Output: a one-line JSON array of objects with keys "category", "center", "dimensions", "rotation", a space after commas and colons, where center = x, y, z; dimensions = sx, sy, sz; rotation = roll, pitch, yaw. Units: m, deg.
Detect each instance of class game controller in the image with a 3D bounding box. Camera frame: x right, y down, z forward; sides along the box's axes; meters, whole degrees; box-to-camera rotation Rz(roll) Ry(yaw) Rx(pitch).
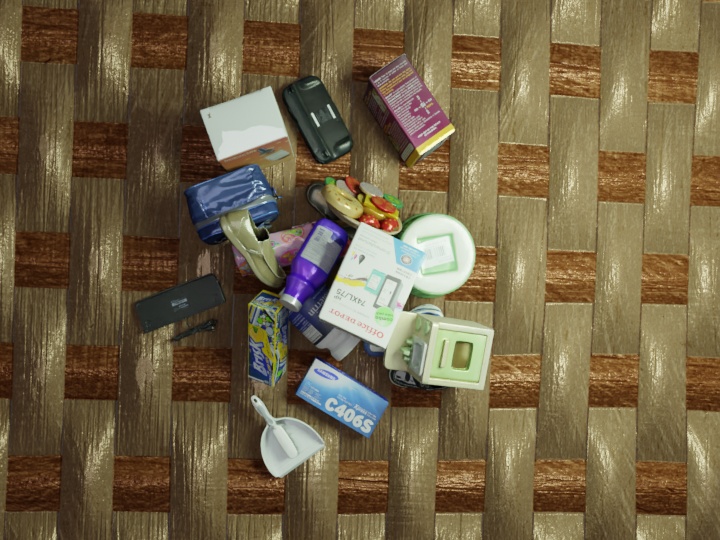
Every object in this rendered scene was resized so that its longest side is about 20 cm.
[{"category": "game controller", "center": [-0.098, -0.351, 1.201], "dimensions": [0.104, 0.042, 0.202], "rotation": [-29, 92, -18]}]

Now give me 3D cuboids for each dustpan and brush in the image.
[{"category": "dustpan and brush", "center": [-0.187, 0.363, 1.176], "dimensions": [0.139, 0.057, 0.201], "rotation": [-34, 92, -3]}]

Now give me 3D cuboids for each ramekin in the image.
[{"category": "ramekin", "center": [0.165, -0.035, 1.181], "dimensions": [0.197, 0.098, 0.203], "rotation": [0, 90, -3]}]

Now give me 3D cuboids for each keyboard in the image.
[{"category": "keyboard", "center": [-0.404, 0.097, 1.184], "dimensions": [0.198, 0.021, 0.129], "rotation": [-21, 85, -3]}]

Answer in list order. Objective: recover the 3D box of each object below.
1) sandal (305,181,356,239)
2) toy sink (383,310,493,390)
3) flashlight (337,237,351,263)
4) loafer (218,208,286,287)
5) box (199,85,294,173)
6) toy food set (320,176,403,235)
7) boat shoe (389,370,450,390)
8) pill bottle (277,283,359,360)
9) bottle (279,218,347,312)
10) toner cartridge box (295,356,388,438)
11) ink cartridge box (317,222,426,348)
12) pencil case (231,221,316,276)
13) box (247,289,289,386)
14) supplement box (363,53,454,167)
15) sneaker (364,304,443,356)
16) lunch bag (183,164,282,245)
[{"category": "sandal", "center": [-0.040, -0.137, 1.190], "dimensions": [0.199, 0.055, 0.082], "rotation": [38, 88, -3]}, {"category": "toy sink", "center": [0.163, 0.167, 1.095], "dimensions": [0.197, 0.112, 0.132], "rotation": [10, 92, -13]}, {"category": "flashlight", "center": [0.000, 0.000, 1.191], "dimensions": [0.200, 0.068, 0.068], "rotation": [47, 60, -7]}, {"category": "loafer", "center": [-0.209, -0.045, 1.069], "dimensions": [0.067, 0.076, 0.201], "rotation": [-31, 126, 7]}, {"category": "box", "center": [-0.233, -0.286, 1.105], "dimensions": [0.150, 0.200, 0.108], "rotation": [-20, 91, -3]}, {"category": "toy food set", "center": [0.006, -0.145, 1.134], "dimensions": [0.198, 0.199, 0.049], "rotation": [25, 117, -7]}, {"category": "boat shoe", "center": [0.167, 0.241, 1.197], "dimensions": [0.196, 0.066, 0.076], "rotation": [3, 90, -4]}, {"category": "pill bottle", "center": [-0.089, 0.100, 1.157], "dimensions": [0.200, 0.116, 0.116], "rotation": [44, 87, -3]}, {"category": "bottle", "center": [-0.101, -0.010, 1.083], "dimensions": [0.083, 0.065, 0.202], "rotation": [32, 67, -12]}, {"category": "toner cartridge box", "center": [-0.042, 0.291, 1.195], "dimensions": [0.199, 0.043, 0.096], "rotation": [31, 87, -3]}, {"category": "ink cartridge box", "center": [0.019, 0.036, 1.043], "dimensions": [0.145, 0.146, 0.202], "rotation": [24, 82, -1]}, {"category": "pencil case", "center": [-0.186, -0.050, 1.167], "dimensions": [0.197, 0.087, 0.089], "rotation": [-15, 91, -4]}, {"category": "box", "center": [-0.200, 0.149, 1.123], "dimensions": [0.069, 0.064, 0.202], "rotation": [16, 120, 15]}, {"category": "supplement box", "center": [0.105, -0.352, 1.164], "dimensions": [0.103, 0.131, 0.201], "rotation": [-35, 93, -5]}, {"category": "sneaker", "center": [0.097, 0.135, 1.183], "dimensions": [0.198, 0.088, 0.076], "rotation": [-30, 93, -2]}, {"category": "lunch bag", "center": [-0.268, -0.136, 1.135], "dimensions": [0.198, 0.136, 0.134], "rotation": [-21, 92, -5]}]
